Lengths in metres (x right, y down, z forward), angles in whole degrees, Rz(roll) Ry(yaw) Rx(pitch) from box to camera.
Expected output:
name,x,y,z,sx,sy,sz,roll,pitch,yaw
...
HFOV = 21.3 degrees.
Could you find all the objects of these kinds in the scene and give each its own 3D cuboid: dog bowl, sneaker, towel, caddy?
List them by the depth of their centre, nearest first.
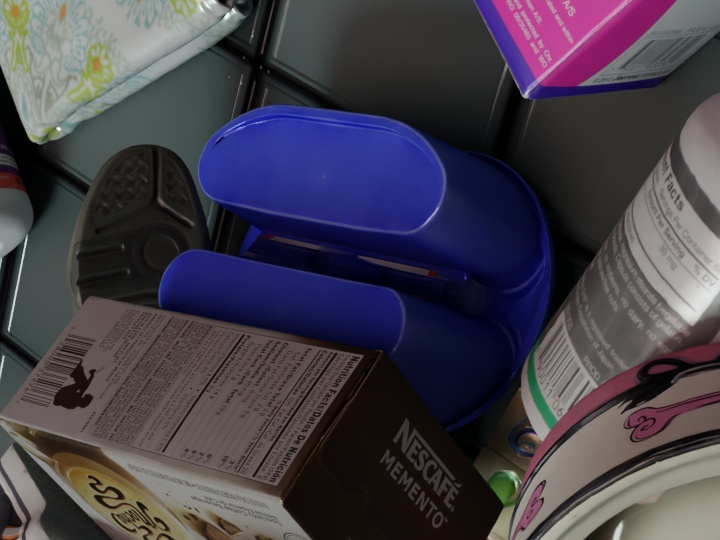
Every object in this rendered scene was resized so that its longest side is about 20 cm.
name,x,y,z,sx,sy,sz,roll,pitch,yaw
dog bowl,0.145,0.112,0.737,0.201,0.199,0.074,-58,21,32
caddy,0.000,0.000,0.923,0.199,0.105,0.143,12,80,41
sneaker,-0.159,0.161,0.975,0.080,0.078,0.200,-55,24,1
sneaker,-0.117,0.036,1.019,0.114,0.075,0.202,-179,82,-78
towel,-0.152,-0.184,1.066,0.199,0.048,0.173,-24,81,43

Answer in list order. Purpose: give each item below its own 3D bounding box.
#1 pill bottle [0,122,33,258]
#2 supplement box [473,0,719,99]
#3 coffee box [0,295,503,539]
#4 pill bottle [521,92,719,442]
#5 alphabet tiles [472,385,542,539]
name,x,y,z,sx,sy,sz,roll,pitch,yaw
pill bottle,-0.279,-0.097,1.155,0.112,0.112,0.202,-31,76,41
supplement box,0.137,-0.168,0.766,0.200,0.101,0.104,-39,71,39
coffee box,-0.051,0.086,0.848,0.199,0.080,0.113,9,145,45
pill bottle,0.158,0.000,0.769,0.113,0.113,0.201,49,126,25
alphabet tiles,0.116,0.172,0.858,0.199,0.008,0.168,33,113,11
